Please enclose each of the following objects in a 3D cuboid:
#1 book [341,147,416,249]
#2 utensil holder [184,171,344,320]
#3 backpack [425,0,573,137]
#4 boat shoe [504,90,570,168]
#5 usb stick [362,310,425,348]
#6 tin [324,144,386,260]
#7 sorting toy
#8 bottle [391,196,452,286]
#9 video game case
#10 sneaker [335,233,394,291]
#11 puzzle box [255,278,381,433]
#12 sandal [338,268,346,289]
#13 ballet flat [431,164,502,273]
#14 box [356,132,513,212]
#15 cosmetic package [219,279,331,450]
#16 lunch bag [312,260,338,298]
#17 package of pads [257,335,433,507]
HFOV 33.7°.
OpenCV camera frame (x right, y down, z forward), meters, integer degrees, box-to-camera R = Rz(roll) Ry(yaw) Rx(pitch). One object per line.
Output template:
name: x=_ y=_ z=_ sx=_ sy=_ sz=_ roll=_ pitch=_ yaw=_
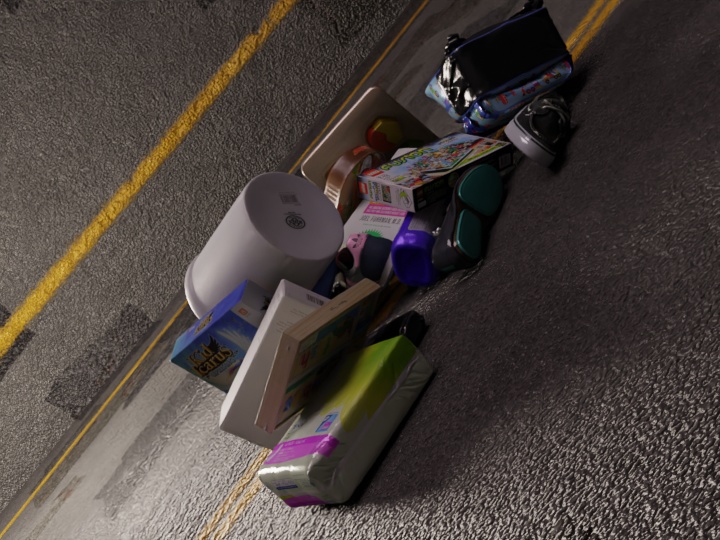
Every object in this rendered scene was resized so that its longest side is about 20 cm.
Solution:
book: x=0.062 y=-0.099 z=1.790 sx=0.133 sy=0.048 sz=0.200 roll=9 pitch=55 yaw=42
utensil holder: x=-0.135 y=-0.017 z=1.697 sx=0.200 sy=0.170 sz=0.170 roll=-50 pitch=9 yaw=42
backpack: x=0.192 y=-0.273 z=1.716 sx=0.182 sy=0.135 sz=0.200 roll=-27 pitch=-6 yaw=-18
boat shoe: x=0.235 y=-0.195 z=1.549 sx=0.071 sy=0.072 sz=0.200 roll=-49 pitch=10 yaw=22
usb stick: x=0.014 y=0.104 z=1.528 sx=0.200 sy=0.033 sz=0.056 roll=-34 pitch=27 yaw=49
tin: x=-0.017 y=-0.106 z=1.873 sx=0.112 sy=0.042 sz=0.201 roll=-33 pitch=-34 yaw=-46
sorting toy: x=0.031 y=-0.174 z=1.922 sx=0.185 sy=0.200 sz=0.037 roll=-47 pitch=36 yaw=10
bottle: x=0.098 y=-0.065 z=1.620 sx=0.065 sy=0.084 sz=0.200 roll=3 pitch=38 yaw=20
video game case: x=-0.143 y=0.116 z=1.676 sx=0.200 sy=0.181 sz=0.046 roll=-38 pitch=27 yaw=42
sneaker: x=0.000 y=0.000 z=1.690 sx=0.200 sy=0.082 sz=0.070 roll=120 pitch=174 yaw=-61
puzzle box: x=-0.048 y=0.099 z=1.410 sx=0.200 sy=0.025 sz=0.133 roll=-32 pitch=-34 yaw=-56
sandal: x=-0.005 y=-0.006 z=1.848 sx=0.080 sy=0.057 sz=0.201 roll=-53 pitch=13 yaw=-14
ballet flat: x=0.132 y=-0.065 z=1.540 sx=0.073 sy=0.073 sz=0.200 roll=-39 pitch=19 yaw=38
box: x=0.103 y=-0.136 z=1.624 sx=0.200 sy=0.035 sz=0.110 roll=-27 pitch=31 yaw=-37
cosmetic package: x=-0.097 y=0.128 z=1.558 sx=0.201 sy=0.107 sz=0.085 roll=-62 pitch=11 yaw=11
lunch bag: x=-0.105 y=-0.022 z=1.965 sx=0.132 sy=0.135 sz=0.201 roll=-27 pitch=48 yaw=64
package of pads: x=-0.018 y=0.175 z=1.352 sx=0.200 sy=0.068 sz=0.154 roll=-52 pitch=13 yaw=-26
